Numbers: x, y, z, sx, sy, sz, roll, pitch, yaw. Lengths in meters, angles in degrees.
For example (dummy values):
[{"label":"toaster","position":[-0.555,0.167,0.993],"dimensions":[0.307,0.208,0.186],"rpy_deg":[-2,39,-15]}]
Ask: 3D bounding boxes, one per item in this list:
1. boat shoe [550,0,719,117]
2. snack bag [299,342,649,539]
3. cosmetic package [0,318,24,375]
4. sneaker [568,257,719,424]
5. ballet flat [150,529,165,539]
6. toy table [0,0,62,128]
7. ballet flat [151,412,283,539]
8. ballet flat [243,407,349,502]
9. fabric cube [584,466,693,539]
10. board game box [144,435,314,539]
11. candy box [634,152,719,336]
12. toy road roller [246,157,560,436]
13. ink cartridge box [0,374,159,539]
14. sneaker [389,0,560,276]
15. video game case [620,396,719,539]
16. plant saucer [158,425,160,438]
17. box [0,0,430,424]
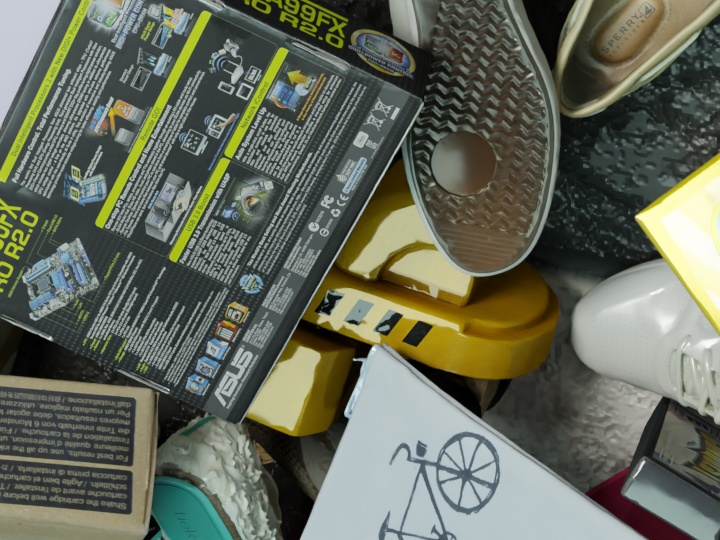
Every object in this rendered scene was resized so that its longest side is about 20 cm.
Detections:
[{"label":"boat shoe","position":[0.149,-0.144,1.224],"dimensions":[0.073,0.063,0.200],"rpy_deg":[34,129,3]},{"label":"snack bag","position":[0.041,0.161,1.279],"dimensions":[0.200,0.021,0.189],"rpy_deg":[35,113,34]},{"label":"cosmetic package","position":[-0.214,0.000,1.475],"dimensions":[0.071,0.105,0.200],"rpy_deg":[28,130,5]},{"label":"sneaker","position":[0.188,0.046,1.319],"dimensions":[0.199,0.080,0.071],"rpy_deg":[10,126,23]},{"label":"ballet flat","position":[-0.110,0.182,1.466],"dimensions":[0.064,0.076,0.200],"rpy_deg":[49,118,5]},{"label":"toy table","position":[-0.161,-0.115,1.305],"dimensions":[0.183,0.117,0.200],"rpy_deg":[-30,116,23]},{"label":"ballet flat","position":[-0.050,0.152,1.389],"dimensions":[0.071,0.072,0.201],"rpy_deg":[2,128,25]},{"label":"ballet flat","position":[-0.025,0.082,1.428],"dimensions":[0.200,0.067,0.046],"rpy_deg":[37,149,34]},{"label":"fabric cube","position":[0.114,0.253,1.414],"dimensions":[0.196,0.200,0.200],"rpy_deg":[46,129,-9]},{"label":"board game box","position":[-0.062,0.152,1.490],"dimensions":[0.199,0.035,0.136],"rpy_deg":[-18,69,34]},{"label":"candy box","position":[0.221,0.027,1.257],"dimensions":[0.102,0.026,0.200],"rpy_deg":[-38,79,13]},{"label":"toy road roller","position":[0.000,0.000,1.361],"dimensions":[0.199,0.123,0.147],"rpy_deg":[20,115,9]},{"label":"ink cartridge box","position":[-0.193,0.115,1.339],"dimensions":[0.164,0.076,0.200],"rpy_deg":[6,156,-11]},{"label":"sneaker","position":[0.051,-0.101,1.275],"dimensions":[0.072,0.085,0.201],"rpy_deg":[-7,99,4]},{"label":"video game case","position":[0.208,0.125,1.293],"dimensions":[0.180,0.200,0.026],"rpy_deg":[32,99,5]},{"label":"plant saucer","position":[-0.224,0.118,1.469],"dimensions":[0.199,0.048,0.200],"rpy_deg":[9,131,-16]},{"label":"box","position":[-0.082,-0.044,1.246],"dimensions":[0.160,0.044,0.200],"rpy_deg":[25,122,-8]}]
